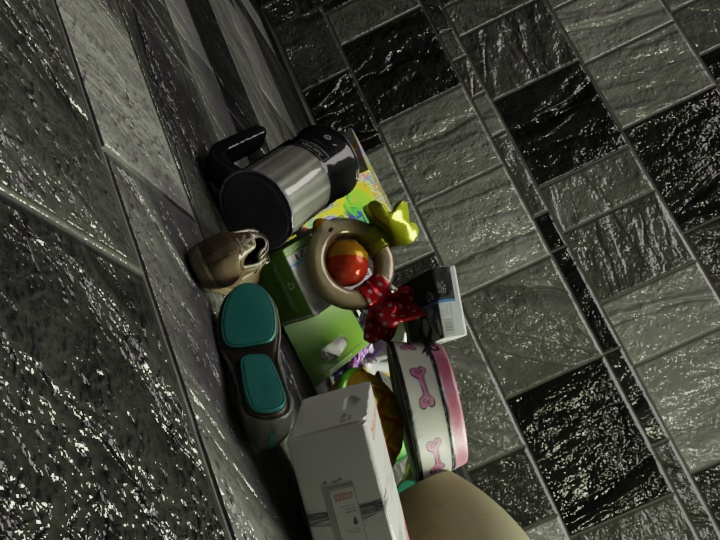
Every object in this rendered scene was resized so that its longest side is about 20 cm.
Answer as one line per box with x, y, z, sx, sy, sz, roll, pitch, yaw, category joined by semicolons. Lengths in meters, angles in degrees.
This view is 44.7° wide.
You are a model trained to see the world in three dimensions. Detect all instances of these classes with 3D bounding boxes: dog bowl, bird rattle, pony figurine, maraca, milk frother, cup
0.091;0.188;1.191;0.200;0.074;0.201;168;-90;-86;dog bowl
0.000;0.000;1.215;0.113;0.163;0.200;166;-70;-68;bird rattle
0.008;0.123;1.421;0.200;0.166;0.193;-38;129;-69;pony figurine
0.006;0.227;1.154;0.137;0.107;0.200;-10;90;-61;maraca
-0.124;-0.093;1.258;0.188;0.180;0.200;-42;144;-49;milk frother
0.106;0.346;1.124;0.143;0.200;0.200;61;3;23;cup

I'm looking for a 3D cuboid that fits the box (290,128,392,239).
-0.057;-0.112;1.565;0.193;0.200;0.122;58;9;-47;box

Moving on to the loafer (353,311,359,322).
-0.034;0.109;1.549;0.063;0.072;0.200;53;-14;51;loafer

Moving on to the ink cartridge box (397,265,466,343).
0.095;0.059;1.264;0.200;0.039;0.100;138;-57;-73;ink cartridge box

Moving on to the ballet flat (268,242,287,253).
-0.093;0.009;1.361;0.067;0.067;0.200;57;1;15;ballet flat

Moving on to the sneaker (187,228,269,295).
-0.133;-0.010;1.014;0.071;0.075;0.200;65;6;2;sneaker

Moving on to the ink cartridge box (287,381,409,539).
-0.006;0.234;0.905;0.147;0.083;0.200;-72;149;-82;ink cartridge box

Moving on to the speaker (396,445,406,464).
0.020;0.238;1.319;0.200;0.088;0.089;55;11;-61;speaker

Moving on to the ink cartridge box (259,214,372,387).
-0.046;0.042;1.258;0.148;0.076;0.200;-35;101;-47;ink cartridge box

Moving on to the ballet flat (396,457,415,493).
0.087;0.339;1.329;0.200;0.070;0.065;-49;153;-62;ballet flat

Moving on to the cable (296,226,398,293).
-0.028;-0.022;1.393;0.200;0.050;0.097;23;-11;16;cable

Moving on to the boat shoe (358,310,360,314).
-0.029;0.094;1.655;0.068;0.072;0.200;36;4;26;boat shoe

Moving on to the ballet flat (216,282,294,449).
-0.111;0.098;0.902;0.200;0.067;0.064;-108;-161;-47;ballet flat
